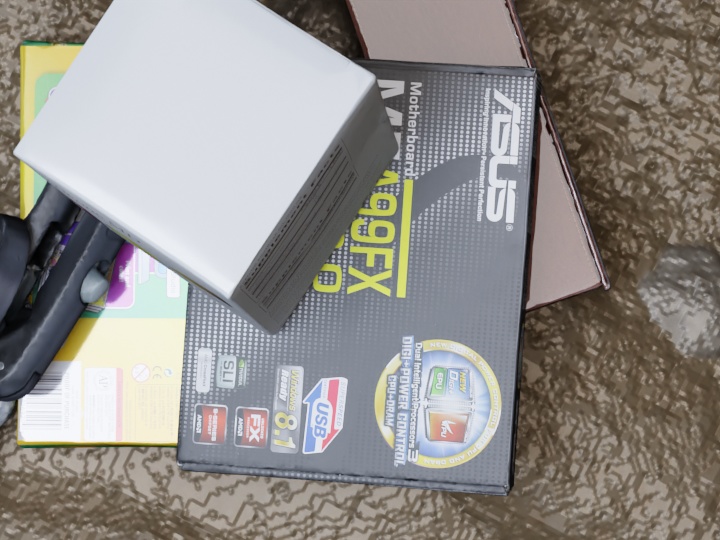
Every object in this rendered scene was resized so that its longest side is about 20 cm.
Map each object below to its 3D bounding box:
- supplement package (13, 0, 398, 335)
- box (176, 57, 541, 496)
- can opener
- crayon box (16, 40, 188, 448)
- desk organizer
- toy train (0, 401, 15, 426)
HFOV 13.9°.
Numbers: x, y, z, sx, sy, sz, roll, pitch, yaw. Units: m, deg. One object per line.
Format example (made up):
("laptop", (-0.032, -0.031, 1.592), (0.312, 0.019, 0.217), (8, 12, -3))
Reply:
("supplement package", (-0.061, -0.053, 1.279), (0.114, 0.200, 0.110), (33, 87, 6))
("box", (0.000, 0.000, 1.399), (0.159, 0.044, 0.201), (5, 90, 7))
("can opener", (-0.132, -0.028, 1.404), (0.063, 0.079, 0.200), (33, 82, 12))
("crayon box", (-0.107, -0.012, 1.461), (0.118, 0.058, 0.201), (1, 89, 2))
("desk organizer", (0.055, -0.073, 1.450), (0.077, 0.072, 0.201), (-19, 88, 5))
("toy train", (-0.270, 0.062, 1.455), (0.199, 0.085, 0.115), (17, 99, 7))
